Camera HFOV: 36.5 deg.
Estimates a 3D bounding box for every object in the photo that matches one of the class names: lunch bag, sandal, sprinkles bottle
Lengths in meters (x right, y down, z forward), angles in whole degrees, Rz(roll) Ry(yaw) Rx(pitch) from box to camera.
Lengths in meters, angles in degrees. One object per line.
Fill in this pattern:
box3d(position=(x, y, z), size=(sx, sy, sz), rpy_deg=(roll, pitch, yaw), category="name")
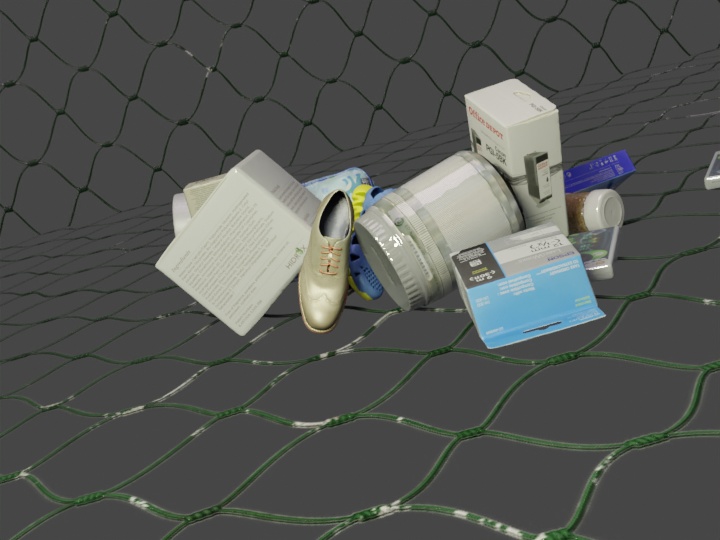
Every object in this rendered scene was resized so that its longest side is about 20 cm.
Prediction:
box3d(position=(-0.055, -0.070, 1.803), size=(0.199, 0.161, 0.082), rpy_deg=(-14, -12, 7), category="lunch bag")
box3d(position=(0.026, -0.050, 1.613), size=(0.087, 0.200, 0.079), rpy_deg=(-14, -33, 31), category="sandal")
box3d(position=(0.300, -0.084, 1.655), size=(0.068, 0.068, 0.200), rpy_deg=(-25, 16, -39), category="sprinkles bottle")

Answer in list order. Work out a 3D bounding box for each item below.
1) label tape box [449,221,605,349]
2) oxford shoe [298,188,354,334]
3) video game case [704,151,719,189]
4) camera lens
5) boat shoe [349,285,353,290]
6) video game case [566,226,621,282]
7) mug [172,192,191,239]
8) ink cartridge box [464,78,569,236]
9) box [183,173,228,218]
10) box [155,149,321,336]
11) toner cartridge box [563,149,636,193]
box3d(position=(0.196, 0.015, 1.315), size=(0.143, 0.066, 0.200), rpy_deg=(-17, 18, 1), category="label tape box")
box3d(position=(-0.047, -0.015, 1.484), size=(0.071, 0.201, 0.074), rpy_deg=(5, -14, -2), category="oxford shoe")
box3d(position=(0.645, -0.175, 1.718), size=(0.181, 0.023, 0.200), rpy_deg=(-9, 14, 25), category="video game case")
box3d(position=(0.112, -0.056, 1.484), size=(0.200, 0.160, 0.160), rpy_deg=(-31, 16, -10), category="camera lens")
box3d(position=(0.000, 0.000, 1.684), size=(0.072, 0.072, 0.200), rpy_deg=(34, 33, 33), category="boat shoe")
box3d(position=(0.261, -0.012, 1.493), size=(0.181, 0.023, 0.200), rpy_deg=(-10, 13, 19), category="video game case")
box3d(position=(-0.274, -0.075, 2.175), size=(0.175, 0.148, 0.200), rpy_deg=(-8, 43, 0), category="mug")
box3d(position=(0.223, -0.152, 1.558), size=(0.083, 0.200, 0.147), rpy_deg=(-19, 31, -11), category="ink cartridge box")
box3d(position=(-0.236, -0.060, 1.873), size=(0.082, 0.201, 0.068), rpy_deg=(-14, 12, 1), category="box")
box3d(position=(-0.166, -0.047, 1.639), size=(0.200, 0.171, 0.199), rpy_deg=(-48, 6, 14), category="box")
box3d(position=(0.348, -0.135, 1.800), size=(0.200, 0.043, 0.095), rpy_deg=(-20, -14, -22), category="toner cartridge box")
